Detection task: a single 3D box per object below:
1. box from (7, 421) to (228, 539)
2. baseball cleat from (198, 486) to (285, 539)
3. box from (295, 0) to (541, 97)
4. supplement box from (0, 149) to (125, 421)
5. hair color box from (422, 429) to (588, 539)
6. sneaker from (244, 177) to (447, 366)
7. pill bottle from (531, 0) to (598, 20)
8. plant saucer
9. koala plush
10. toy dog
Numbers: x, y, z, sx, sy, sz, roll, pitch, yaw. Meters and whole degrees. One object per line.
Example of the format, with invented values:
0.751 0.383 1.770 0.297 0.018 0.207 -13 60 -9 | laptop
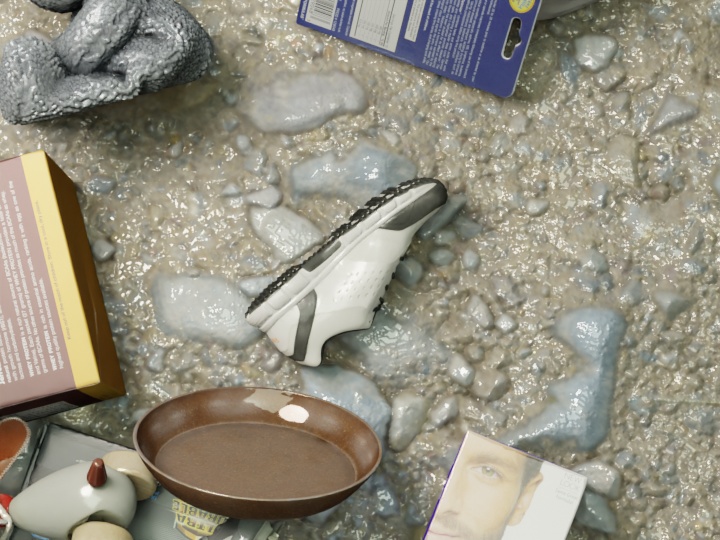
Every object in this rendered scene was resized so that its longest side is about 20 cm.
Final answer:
-0.192 0.230 1.592 0.200 0.046 0.159 18 83 4 | box
-0.143 0.237 1.532 0.106 0.070 0.200 35 81 12 | baseball cleat
0.052 -0.230 1.617 0.200 0.121 0.032 22 39 8 | box
-0.322 0.030 1.583 0.200 0.133 0.198 -15 82 0 | supplement box
0.100 0.243 1.571 0.109 0.065 0.200 21 82 6 | hair color box
0.000 0.000 1.615 0.200 0.074 0.080 -41 97 1 | sneaker
0.150 -0.323 1.626 0.111 0.111 0.200 -21 82 -1 | pill bottle
-0.083 0.150 1.541 0.200 0.200 0.035 6 112 3 | plant saucer
-0.228 -0.237 1.586 0.184 0.177 0.200 -15 98 -8 | koala plush
-0.260 0.177 1.521 0.200 0.096 0.132 -13 49 -3 | toy dog
